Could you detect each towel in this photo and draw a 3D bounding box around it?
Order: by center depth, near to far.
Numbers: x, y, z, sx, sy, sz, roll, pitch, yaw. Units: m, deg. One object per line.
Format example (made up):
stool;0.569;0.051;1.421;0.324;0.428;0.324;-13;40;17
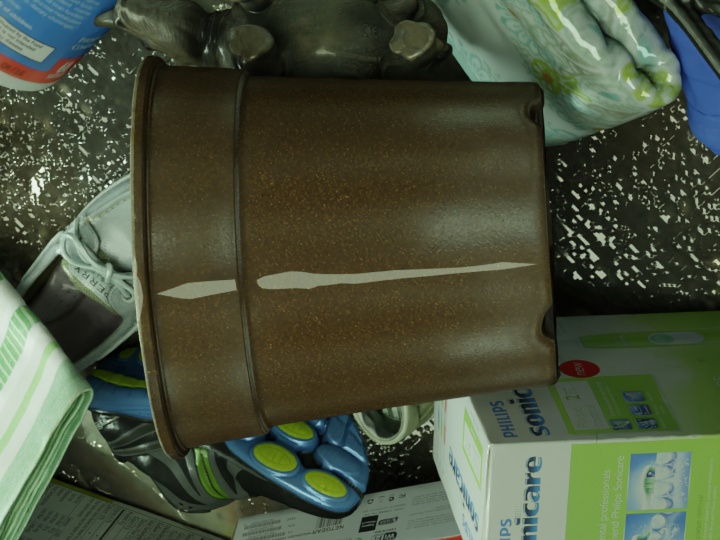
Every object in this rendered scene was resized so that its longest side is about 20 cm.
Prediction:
towel;0.066;-0.151;1.469;0.048;0.171;0.200;-41;97;-11
towel;-0.228;0.079;1.644;0.023;0.200;0.153;18;108;-38

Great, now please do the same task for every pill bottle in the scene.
pill bottle;-0.142;-0.197;1.540;0.112;0.112;0.200;46;118;-5

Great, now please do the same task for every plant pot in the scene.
plant pot;-0.002;-0.012;1.441;0.197;0.200;0.201;-3;111;3

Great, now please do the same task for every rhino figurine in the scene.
rhino figurine;-0.046;-0.121;1.502;0.199;0.087;0.060;3;79;17

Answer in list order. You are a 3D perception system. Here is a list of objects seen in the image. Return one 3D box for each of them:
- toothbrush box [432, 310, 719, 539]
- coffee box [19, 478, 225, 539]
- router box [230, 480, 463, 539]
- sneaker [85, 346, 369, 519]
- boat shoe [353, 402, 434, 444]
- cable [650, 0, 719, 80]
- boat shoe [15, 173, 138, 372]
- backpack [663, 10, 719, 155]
toothbrush box;0.147;0.089;1.509;0.199;0.146;0.087;-3;114;-8
coffee box;-0.190;0.261;1.693;0.197;0.200;0.201;18;116;9
router box;0.049;0.201;1.646;0.199;0.049;0.180;-13;127;22
sneaker;-0.072;0.100;1.651;0.199;0.071;0.083;15;133;36
boat shoe;0.000;0.000;1.603;0.072;0.062;0.201;-17;106;23
cable;0.138;-0.144;1.344;0.097;0.050;0.201;-31;72;-1
boat shoe;-0.162;0.021;1.661;0.074;0.065;0.202;46;117;-5
backpack;0.250;-0.117;1.421;0.199;0.163;0.169;-4;116;18
